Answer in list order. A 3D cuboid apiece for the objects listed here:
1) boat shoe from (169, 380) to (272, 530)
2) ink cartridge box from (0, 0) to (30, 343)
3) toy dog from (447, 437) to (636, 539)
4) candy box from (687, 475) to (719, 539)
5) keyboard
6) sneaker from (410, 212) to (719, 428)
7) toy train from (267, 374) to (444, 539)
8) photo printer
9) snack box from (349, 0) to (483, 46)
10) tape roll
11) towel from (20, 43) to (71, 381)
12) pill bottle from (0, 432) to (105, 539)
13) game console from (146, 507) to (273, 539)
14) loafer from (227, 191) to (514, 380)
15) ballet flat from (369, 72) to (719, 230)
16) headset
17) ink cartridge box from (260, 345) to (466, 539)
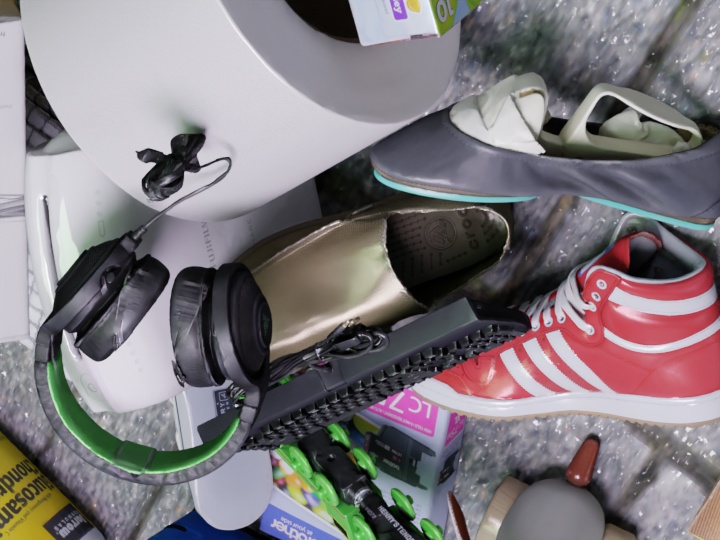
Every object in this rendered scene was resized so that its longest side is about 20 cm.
[{"bbox_3d":[-0.096,0.063,1.403,0.065,0.073,0.202,-149,60,-66],"label":"boat shoe"},{"bbox_3d":[-0.242,-0.074,1.261,0.146,0.084,0.201,-124,34,-57],"label":"ink cartridge box"},{"bbox_3d":[0.107,0.160,1.274,0.131,0.200,0.097,15,109,-5],"label":"toy dog"},{"bbox_3d":[0.295,0.152,1.216,0.199,0.055,0.116,34,129,11],"label":"candy box"},{"bbox_3d":[-0.009,0.061,1.213,0.199,0.127,0.021,-28,66,31],"label":"keyboard"},{"bbox_3d":[0.114,0.025,1.247,0.199,0.071,0.113,1,121,23],"label":"sneaker"},{"bbox_3d":[-0.011,0.128,1.316,0.200,0.042,0.057,43,158,41],"label":"toy train"},{"bbox_3d":[-0.107,-0.020,1.265,0.069,0.200,0.168,1,109,39],"label":"photo printer"},{"bbox_3d":[0.024,-0.233,1.107,0.053,0.142,0.201,-2,114,32],"label":"snack box"},{"bbox_3d":[-0.063,-0.143,1.177,0.139,0.203,0.203,-26,101,39],"label":"tape roll"},{"bbox_3d":[-0.206,-0.052,1.400,0.199,0.086,0.166,33,128,14],"label":"towel"},{"bbox_3d":[-0.250,0.197,1.552,0.200,0.112,0.112,44,131,2],"label":"pill bottle"},{"bbox_3d":[-0.051,0.252,1.446,0.199,0.171,0.119,24,105,14],"label":"game console"},{"bbox_3d":[0.000,0.000,1.230,0.076,0.199,0.067,63,168,-10],"label":"loafer"},{"bbox_3d":[0.106,-0.070,1.164,0.198,0.073,0.073,7,126,-9],"label":"ballet flat"},{"bbox_3d":[-0.105,0.025,1.134,0.123,0.094,0.201,15,114,4],"label":"headset"},{"bbox_3d":[-0.001,0.128,1.402,0.119,0.042,0.201,23,128,20],"label":"ink cartridge box"}]
